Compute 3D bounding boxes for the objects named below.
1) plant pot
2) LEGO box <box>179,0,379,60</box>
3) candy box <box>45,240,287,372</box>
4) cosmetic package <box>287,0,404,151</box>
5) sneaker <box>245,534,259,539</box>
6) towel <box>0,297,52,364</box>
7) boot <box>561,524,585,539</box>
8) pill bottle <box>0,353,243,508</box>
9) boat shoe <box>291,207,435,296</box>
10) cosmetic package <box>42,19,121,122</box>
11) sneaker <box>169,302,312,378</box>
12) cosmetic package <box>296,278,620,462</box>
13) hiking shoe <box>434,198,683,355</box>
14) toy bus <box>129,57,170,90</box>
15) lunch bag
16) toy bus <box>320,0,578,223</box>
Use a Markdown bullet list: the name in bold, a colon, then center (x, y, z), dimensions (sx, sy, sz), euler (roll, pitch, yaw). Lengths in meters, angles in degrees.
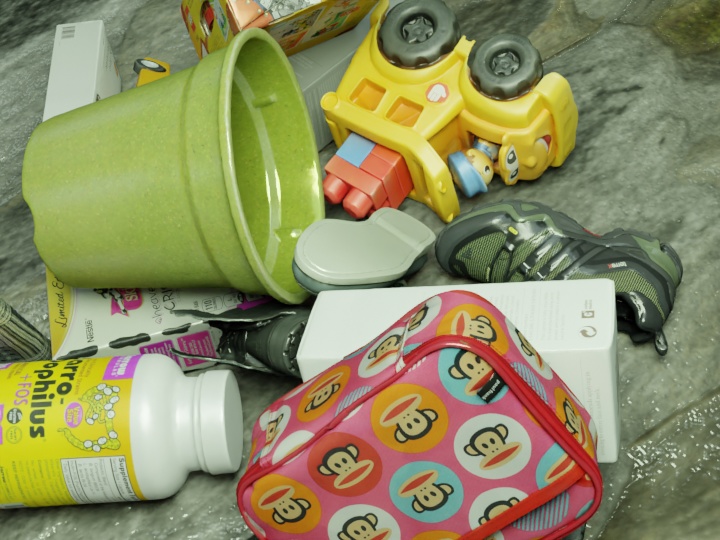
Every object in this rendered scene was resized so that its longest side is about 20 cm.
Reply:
- **plant pot**: center (-0.143, -0.063, 0.887), dimensions (0.181, 0.202, 0.203), euler (-8, 48, 15)
- **LEGO box**: center (-0.061, -0.231, 0.971), dimensions (0.147, 0.200, 0.078), euler (-24, 93, -14)
- **candy box**: center (-0.154, 0.014, 0.972), dimensions (0.197, 0.061, 0.138), euler (-15, 50, -4)
- **cosmetic package**: center (-0.032, -0.200, 1.124), dimensions (0.199, 0.091, 0.106), euler (-37, 54, -26)
- **sneaker**: center (-0.019, 0.237, 0.756), dimensions (0.198, 0.074, 0.082), euler (31, 50, 25)
- **towel**: center (-0.343, 0.056, 0.882), dimensions (0.196, 0.193, 0.035), euler (-5, 72, 1)
- **boot**: center (0.086, 0.121, 0.835), dimensions (0.165, 0.077, 0.202), euler (12, 58, 13)
- **pill bottle**: center (-0.188, 0.115, 0.861), dimensions (0.196, 0.105, 0.105), euler (-4, 49, 4)
- **boat shoe**: center (0.000, 0.000, 0.899), dimensions (0.072, 0.062, 0.200), euler (34, 21, 14)
- **cosmetic package**: center (-0.258, -0.137, 1.103), dimensions (0.050, 0.083, 0.202), euler (-5, 49, 0)
- **sneaker**: center (-0.037, 0.050, 0.894), dimensions (0.198, 0.061, 0.103), euler (0, 3, -43)
- **cosmetic package**: center (0.067, 0.068, 0.769), dimensions (0.196, 0.103, 0.075), euler (-1, 37, 15)
- **hiking shoe**: center (0.149, 0.008, 0.924), dimensions (0.197, 0.076, 0.102), euler (9, 48, 14)
- **toy bus**: center (-0.175, -0.130, 1.058), dimensions (0.077, 0.066, 0.201), euler (14, 21, -13)
- **lunch bag**: center (0.042, 0.126, 0.713), dimensions (0.199, 0.176, 0.082), euler (-36, 20, 23)
- **toy bus**: center (0.061, -0.111, 1.014), dimensions (0.198, 0.136, 0.193), euler (27, 71, 24)
